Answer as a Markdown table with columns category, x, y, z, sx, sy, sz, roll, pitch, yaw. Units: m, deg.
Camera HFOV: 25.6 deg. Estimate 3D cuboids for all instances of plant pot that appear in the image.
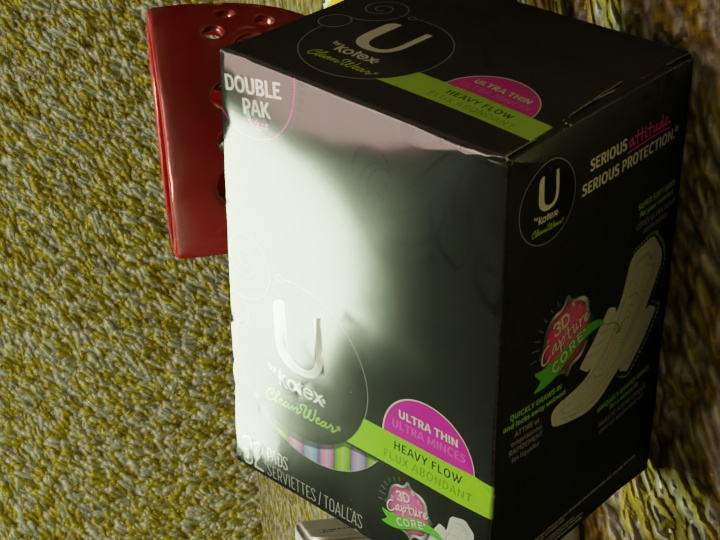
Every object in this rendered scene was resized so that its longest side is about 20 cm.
| category | x | y | z | sx | sy | sz | roll | pitch | yaw |
| --- | --- | --- | --- | --- | --- | --- | --- | --- | --- |
| plant pot | -0.075 | -0.116 | 1.276 | 0.200 | 0.181 | 0.203 | 175 | 90 | -80 |

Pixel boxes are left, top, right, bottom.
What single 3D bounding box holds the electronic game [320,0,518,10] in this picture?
| category | x | y | z | sx | sy | sz | roll | pitch | yaw |
| --- | --- | --- | --- | --- | --- | --- | --- | --- | --- |
| electronic game | 0.038 | -0.074 | 0.822 | 0.200 | 0.041 | 0.202 | 33 | 133 | 44 |

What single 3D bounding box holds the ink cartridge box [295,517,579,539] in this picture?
| category | x | y | z | sx | sy | sz | roll | pitch | yaw |
| --- | --- | --- | --- | --- | --- | --- | --- | --- | --- |
| ink cartridge box | 0.046 | 0.228 | 0.839 | 0.084 | 0.143 | 0.202 | 171 | 94 | -81 |

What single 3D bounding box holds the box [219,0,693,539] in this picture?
| category | x | y | z | sx | sy | sz | roll | pitch | yaw |
| --- | --- | --- | --- | --- | --- | --- | --- | --- | --- |
| box | 0.036 | 0.001 | 0.654 | 0.148 | 0.124 | 0.202 | 24 | 128 | 35 |
